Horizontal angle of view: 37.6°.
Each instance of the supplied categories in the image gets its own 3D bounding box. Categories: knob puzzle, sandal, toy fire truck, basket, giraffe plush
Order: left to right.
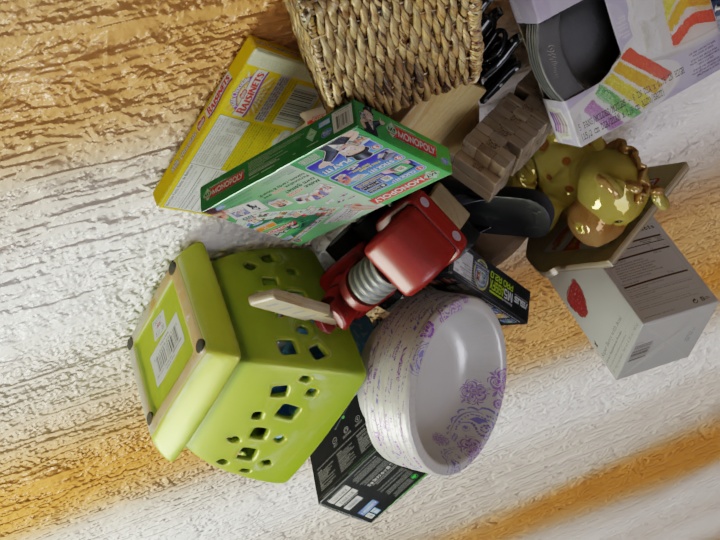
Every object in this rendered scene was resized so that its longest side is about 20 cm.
[{"bbox_3d":[0.000,0.000,1.067,0.176,0.129,0.200,-36,-169,42],"label":"toy fire truck"},{"bbox_3d":[0.011,-0.236,0.889,0.148,0.143,0.200,-22,156,-1],"label":"basket"},{"bbox_3d":[0.114,-0.063,1.172,0.199,0.043,0.076,1,134,33],"label":"sandal"},{"bbox_3d":[0.253,-0.098,1.179,0.172,0.162,0.201,-25,138,-30],"label":"giraffe plush"},{"bbox_3d":[0.283,-0.053,1.282,0.219,0.220,0.031,-36,109,10],"label":"knob puzzle"}]

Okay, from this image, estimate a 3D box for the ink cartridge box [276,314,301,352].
[{"bbox_3d":[-0.081,0.094,1.322,0.094,0.037,0.201,2,132,-43],"label":"ink cartridge box"}]

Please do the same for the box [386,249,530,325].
[{"bbox_3d":[0.091,0.021,1.274,0.159,0.045,0.200,-6,158,34],"label":"box"}]

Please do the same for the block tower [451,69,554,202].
[{"bbox_3d":[0.176,-0.161,1.091,0.200,0.058,0.054,-48,166,-23],"label":"block tower"}]

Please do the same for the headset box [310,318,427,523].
[{"bbox_3d":[0.015,0.189,1.375,0.092,0.201,0.174,28,118,-32],"label":"headset box"}]

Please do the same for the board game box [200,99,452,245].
[{"bbox_3d":[-0.034,-0.084,0.980,0.199,0.029,0.134,-23,153,36],"label":"board game box"}]

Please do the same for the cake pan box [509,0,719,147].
[{"bbox_3d":[0.247,-0.243,1.032,0.199,0.052,0.185,-28,109,-13],"label":"cake pan box"}]

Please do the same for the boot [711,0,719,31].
[{"bbox_3d":[0.314,-0.290,1.109,0.199,0.073,0.091,-5,123,-31],"label":"boot"}]

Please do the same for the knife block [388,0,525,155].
[{"bbox_3d":[0.064,-0.189,1.056,0.199,0.064,0.176,-21,143,-10],"label":"knife block"}]

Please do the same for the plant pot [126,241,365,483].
[{"bbox_3d":[-0.138,0.096,1.162,0.181,0.200,0.200,12,128,-35],"label":"plant pot"}]

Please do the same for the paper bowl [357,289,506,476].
[{"bbox_3d":[0.072,0.122,1.188,0.200,0.104,0.202,-15,109,-50],"label":"paper bowl"}]

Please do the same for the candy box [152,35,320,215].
[{"bbox_3d":[-0.115,-0.133,1.036,0.102,0.026,0.200,10,129,-41],"label":"candy box"}]

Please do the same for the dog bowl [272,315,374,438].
[{"bbox_3d":[-0.060,0.127,1.258,0.049,0.112,0.200,18,123,-35],"label":"dog bowl"}]

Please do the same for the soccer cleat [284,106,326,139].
[{"bbox_3d":[-0.053,-0.101,1.057,0.085,0.069,0.200,-13,158,-31],"label":"soccer cleat"}]

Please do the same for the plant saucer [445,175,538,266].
[{"bbox_3d":[0.138,-0.053,1.300,0.199,0.030,0.201,-18,142,-14],"label":"plant saucer"}]

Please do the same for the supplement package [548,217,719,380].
[{"bbox_3d":[0.343,0.017,1.373,0.119,0.201,0.122,-14,142,-19],"label":"supplement package"}]
